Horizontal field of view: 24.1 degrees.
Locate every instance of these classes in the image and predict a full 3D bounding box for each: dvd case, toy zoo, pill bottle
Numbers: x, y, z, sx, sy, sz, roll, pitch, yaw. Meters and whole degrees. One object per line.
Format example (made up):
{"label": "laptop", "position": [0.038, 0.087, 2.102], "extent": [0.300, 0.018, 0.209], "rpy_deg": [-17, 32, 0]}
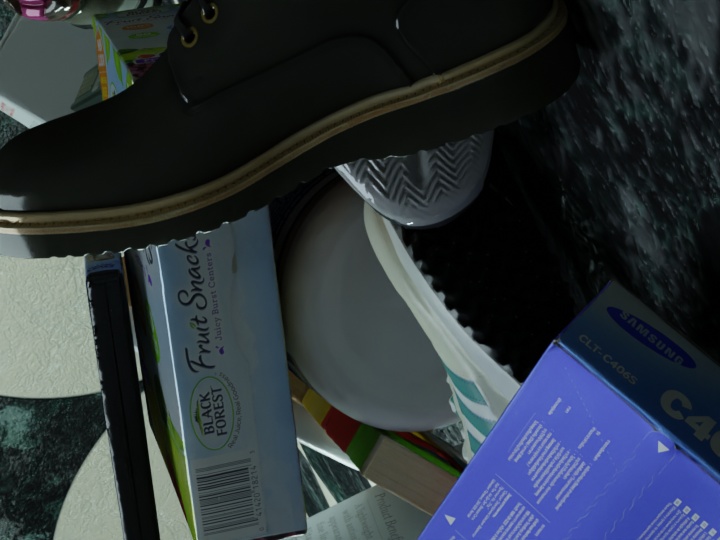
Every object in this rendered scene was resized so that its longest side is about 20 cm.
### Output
{"label": "dvd case", "position": [-0.112, 0.048, 0.786], "extent": [0.200, 0.017, 0.144], "rpy_deg": [-127, 31, -74]}
{"label": "toy zoo", "position": [0.040, 0.099, 0.809], "extent": [0.131, 0.021, 0.200], "rpy_deg": [31, 179, -13]}
{"label": "pill bottle", "position": [0.000, 0.000, 0.789], "extent": [0.116, 0.115, 0.200], "rpy_deg": [63, 170, -14]}

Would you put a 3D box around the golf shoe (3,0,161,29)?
{"label": "golf shoe", "position": [-0.117, -0.211, 0.765], "extent": [0.072, 0.092, 0.202], "rpy_deg": [13, 98, 30]}

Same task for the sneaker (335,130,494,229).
{"label": "sneaker", "position": [0.000, -0.098, 0.675], "extent": [0.112, 0.077, 0.202], "rpy_deg": [78, 171, -72]}

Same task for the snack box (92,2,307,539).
{"label": "snack box", "position": [-0.071, -0.002, 0.721], "extent": [0.142, 0.052, 0.202], "rpy_deg": [-133, 35, -66]}

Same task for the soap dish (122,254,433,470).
{"label": "soap dish", "position": [-0.048, 0.050, 1.019], "extent": [0.156, 0.082, 0.200], "rpy_deg": [26, 176, 28]}

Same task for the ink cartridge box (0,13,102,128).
{"label": "ink cartridge box", "position": [-0.126, -0.090, 1.015], "extent": [0.199, 0.085, 0.146], "rpy_deg": [32, 176, -11]}

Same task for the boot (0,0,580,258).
{"label": "boot", "position": [-0.043, -0.095, 0.528], "extent": [0.078, 0.198, 0.139], "rpy_deg": [-114, 4, -63]}

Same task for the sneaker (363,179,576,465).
{"label": "sneaker", "position": [0.055, 0.053, 0.661], "extent": [0.200, 0.070, 0.094], "rpy_deg": [50, 134, 12]}

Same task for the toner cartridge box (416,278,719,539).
{"label": "toner cartridge box", "position": [0.073, 0.104, 0.598], "extent": [0.095, 0.043, 0.201], "rpy_deg": [40, 135, 11]}

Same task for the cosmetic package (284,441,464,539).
{"label": "cosmetic package", "position": [0.036, 0.228, 0.940], "extent": [0.165, 0.198, 0.166], "rpy_deg": [-116, 1, -65]}
